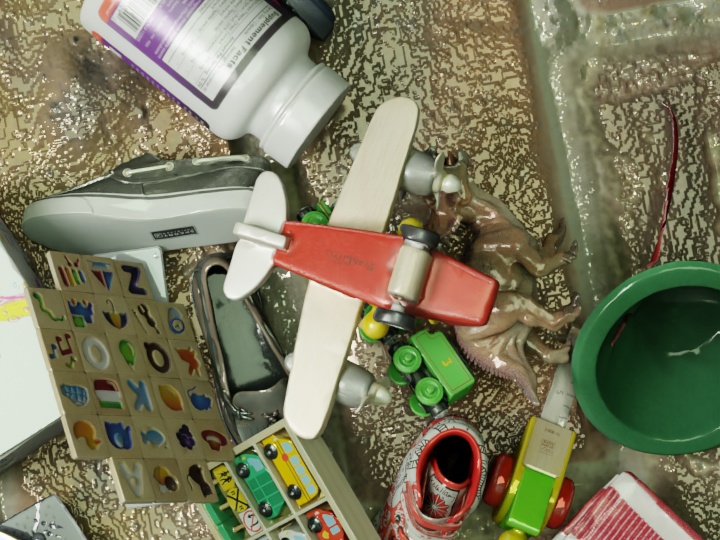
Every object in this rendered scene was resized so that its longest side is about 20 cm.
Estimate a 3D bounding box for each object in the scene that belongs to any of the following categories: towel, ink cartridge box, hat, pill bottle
[{"bbox_3d":[0.180,0.262,1.454,0.200,0.023,0.144,-43,60,-7],"label":"towel"},{"bbox_3d":[-0.301,0.051,1.456,0.144,0.145,0.201,-31,88,-5],"label":"ink cartridge box"},{"bbox_3d":[0.254,0.019,1.542,0.165,0.177,0.201,31,116,-15],"label":"hat"},{"bbox_3d":[-0.109,-0.173,1.496,0.199,0.111,0.112,39,86,1],"label":"pill bottle"}]

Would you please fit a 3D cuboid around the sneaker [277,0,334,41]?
[{"bbox_3d":[-0.070,-0.277,1.525,0.082,0.070,0.201,-38,90,-4],"label":"sneaker"}]

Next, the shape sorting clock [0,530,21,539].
[{"bbox_3d":[-0.303,0.292,1.453,0.198,0.039,0.202,0,89,6],"label":"shape sorting clock"}]

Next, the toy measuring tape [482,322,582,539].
[{"bbox_3d":[0.142,0.140,1.518,0.073,0.074,0.201,20,63,-1],"label":"toy measuring tape"}]

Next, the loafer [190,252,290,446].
[{"bbox_3d":[-0.085,0.082,1.502,0.071,0.063,0.202,-23,87,-2],"label":"loafer"}]

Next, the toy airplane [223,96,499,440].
[{"bbox_3d":[0.000,0.000,1.434,0.199,0.141,0.200,-36,61,21],"label":"toy airplane"}]

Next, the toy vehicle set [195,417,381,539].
[{"bbox_3d":[-0.041,0.218,1.477,0.124,0.026,0.201,-33,87,35],"label":"toy vehicle set"}]

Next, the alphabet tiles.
[{"bbox_3d":[-0.169,0.079,1.424,0.006,0.166,0.202,-33,66,31],"label":"alphabet tiles"}]

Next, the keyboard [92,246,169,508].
[{"bbox_3d":[-0.170,0.084,1.515,0.056,0.011,0.202,-8,94,-4],"label":"keyboard"}]

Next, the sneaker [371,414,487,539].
[{"bbox_3d":[0.039,0.204,1.475,0.067,0.108,0.203,25,86,0],"label":"sneaker"}]

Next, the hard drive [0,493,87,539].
[{"bbox_3d":[-0.240,0.289,1.493,0.134,0.042,0.201,-29,87,-3],"label":"hard drive"}]

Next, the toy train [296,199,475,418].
[{"bbox_3d":[0.020,0.025,1.508,0.056,0.042,0.201,-29,75,-18],"label":"toy train"}]

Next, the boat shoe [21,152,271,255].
[{"bbox_3d":[-0.166,-0.055,1.512,0.198,0.071,0.064,-3,61,3],"label":"boat shoe"}]

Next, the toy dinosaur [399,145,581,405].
[{"bbox_3d":[0.098,0.012,1.492,0.134,0.086,0.202,-1,74,-1],"label":"toy dinosaur"}]
